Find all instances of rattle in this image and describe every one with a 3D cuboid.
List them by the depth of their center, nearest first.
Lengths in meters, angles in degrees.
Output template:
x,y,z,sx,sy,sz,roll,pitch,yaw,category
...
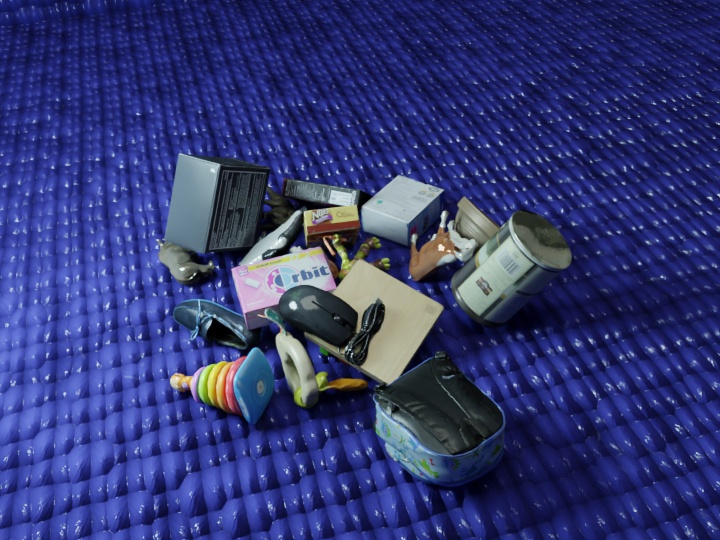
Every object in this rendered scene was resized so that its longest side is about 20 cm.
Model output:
x,y,z,sx,sy,sz,roll,pitch,yaw,category
-0.091,0.145,1.461,0.143,0.130,0.200,-23,62,-5,rattle

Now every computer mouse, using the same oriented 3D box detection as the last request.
x,y,z,sx,sy,sz,roll,pitch,yaw,category
-0.061,0.078,1.466,0.200,0.053,0.139,22,61,10,computer mouse

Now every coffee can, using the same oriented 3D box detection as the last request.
x,y,z,sx,sy,sz,roll,pitch,yaw,category
0.297,-0.001,1.550,0.146,0.200,0.146,22,42,-22,coffee can

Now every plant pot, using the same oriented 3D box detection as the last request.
x,y,z,sx,sy,sz,roll,pitch,yaw,category
0.273,-0.063,1.718,0.093,0.201,0.201,-48,43,10,plant pot

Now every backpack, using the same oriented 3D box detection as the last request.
x,y,z,sx,sy,sz,roll,pitch,yaw,category
0.139,0.265,1.305,0.183,0.147,0.200,-25,40,-27,backpack

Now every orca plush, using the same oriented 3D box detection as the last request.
x,y,z,sx,sy,sz,roll,pitch,yaw,category
-0.180,-0.058,1.778,0.200,0.071,0.105,-52,34,-14,orca plush

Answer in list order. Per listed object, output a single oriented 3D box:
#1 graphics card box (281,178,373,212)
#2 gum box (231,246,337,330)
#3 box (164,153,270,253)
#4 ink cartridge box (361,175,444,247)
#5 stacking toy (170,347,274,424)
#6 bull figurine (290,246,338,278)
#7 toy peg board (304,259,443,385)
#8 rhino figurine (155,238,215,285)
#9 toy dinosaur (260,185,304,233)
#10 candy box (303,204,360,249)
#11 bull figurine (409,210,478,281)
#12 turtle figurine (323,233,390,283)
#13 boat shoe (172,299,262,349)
x,y,z,sx,sy,sz,roll,pitch,yaw,category
-0.079,-0.181,1.908,0.200,0.051,0.125,9,0,16,graphics card box
-0.147,0.033,1.574,0.200,0.066,0.114,-15,55,-11,gum box
-0.321,-0.152,1.760,0.123,0.200,0.198,17,11,23,box
0.114,-0.154,1.889,0.136,0.076,0.200,22,46,27,ink cartridge box
-0.271,0.212,1.451,0.200,0.116,0.110,0,34,22,stacking toy
-0.147,0.023,1.674,0.200,0.065,0.121,-27,60,-25,bull figurine
0.026,0.118,1.534,0.199,0.098,0.200,30,63,14,toy peg board
-0.412,-0.030,1.783,0.087,0.060,0.200,-22,41,-27,rhino figurine
-0.198,-0.141,1.913,0.102,0.077,0.200,-3,32,-19,toy dinosaur
-0.067,-0.092,1.742,0.117,0.200,0.057,-7,83,-5,candy box
0.171,-0.049,1.674,0.065,0.200,0.122,23,56,-28,bull figurine
0.000,0.000,1.691,0.200,0.064,0.161,55,38,2,turtle figurine
-0.297,0.108,1.581,0.200,0.084,0.069,9,29,19,boat shoe
